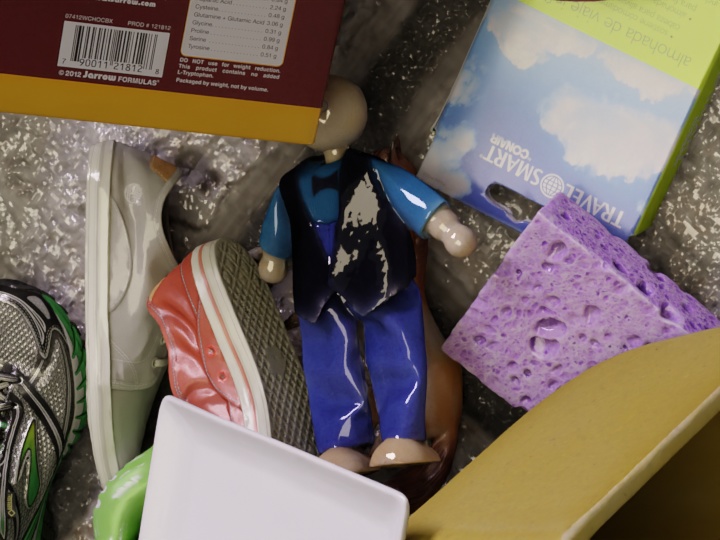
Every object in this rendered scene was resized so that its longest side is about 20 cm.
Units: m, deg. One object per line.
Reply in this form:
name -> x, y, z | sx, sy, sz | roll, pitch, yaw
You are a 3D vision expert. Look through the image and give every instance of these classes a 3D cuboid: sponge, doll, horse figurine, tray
sponge -> 0.145, 0.063, 1.093 | 0.200, 0.030, 0.112 | 40, 131, 5
doll -> 0.000, 0.000, 1.102 | 0.136, 0.048, 0.202 | -14, 82, 37
horse figurine -> 0.004, 0.044, 1.159 | 0.132, 0.050, 0.202 | -20, 86, 25
tray -> -0.042, 0.133, 1.038 | 0.199, 0.022, 0.109 | 17, 100, 50

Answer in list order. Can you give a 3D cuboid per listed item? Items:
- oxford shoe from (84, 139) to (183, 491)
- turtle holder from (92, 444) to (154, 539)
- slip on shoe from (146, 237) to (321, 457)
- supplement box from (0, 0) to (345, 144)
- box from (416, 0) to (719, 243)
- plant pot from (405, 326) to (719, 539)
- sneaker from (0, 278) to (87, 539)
oxford shoe -> -0.122, 0.030, 1.193 | 0.057, 0.075, 0.202 | 1, 98, -5
turtle holder -> -0.074, 0.188, 1.171 | 0.131, 0.141, 0.187 | -22, 55, 7
slip on shoe -> -0.059, 0.084, 1.130 | 0.061, 0.074, 0.202 | -28, 73, 24
supplement box -> -0.107, -0.187, 1.039 | 0.195, 0.133, 0.202 | 5, 117, -17
box -> 0.121, -0.113, 1.099 | 0.121, 0.048, 0.201 | 28, 106, 15
plant pot -> 0.121, 0.152, 1.026 | 0.199, 0.194, 0.197 | -5, 117, 51
sneaker -> -0.203, 0.104, 1.219 | 0.077, 0.085, 0.202 | 10, 99, 18
